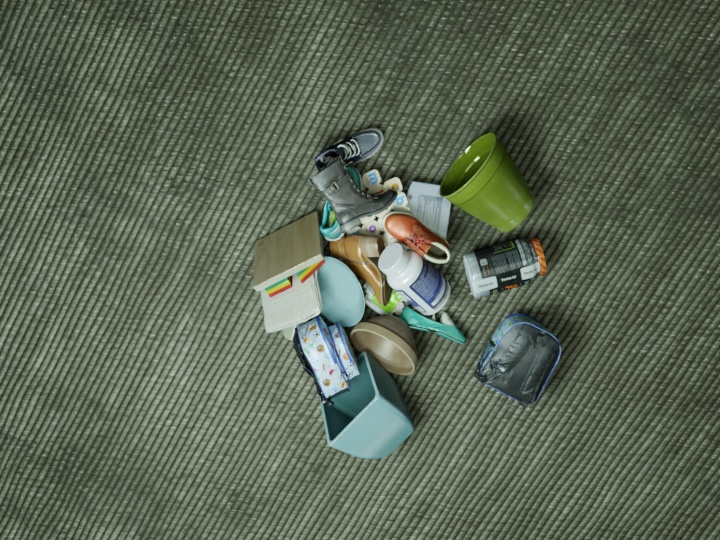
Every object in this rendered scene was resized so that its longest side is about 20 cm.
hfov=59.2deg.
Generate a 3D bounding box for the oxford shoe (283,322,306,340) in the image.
[{"bbox_3d":[-0.169,0.090,1.742,0.074,0.057,0.206,10,94,46],"label":"oxford shoe"}]

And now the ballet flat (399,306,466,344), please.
[{"bbox_3d":[0.203,0.142,1.726,0.195,0.067,0.072,16,86,-2],"label":"ballet flat"}]

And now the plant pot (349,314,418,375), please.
[{"bbox_3d":[0.076,0.185,1.702,0.199,0.201,0.094,34,62,-3],"label":"plant pot"}]

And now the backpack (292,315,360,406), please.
[{"bbox_3d":[-0.094,0.220,1.675,0.152,0.200,0.193,-33,114,-5],"label":"backpack"}]

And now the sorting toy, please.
[{"bbox_3d":[-0.178,-0.035,1.658,0.195,0.202,0.070,-25,126,11],"label":"sorting toy"}]

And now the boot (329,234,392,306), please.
[{"bbox_3d":[0.000,0.000,1.691,0.152,0.077,0.204,0,120,30],"label":"boot"}]

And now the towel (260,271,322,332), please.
[{"bbox_3d":[-0.187,0.078,1.698,0.197,0.034,0.136,-20,71,31],"label":"towel"}]

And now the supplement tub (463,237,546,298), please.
[{"bbox_3d":[0.376,-0.011,1.660,0.195,0.123,0.125,-16,99,6],"label":"supplement tub"}]

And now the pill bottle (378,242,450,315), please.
[{"bbox_3d":[0.137,0.019,1.645,0.111,0.112,0.199,-44,124,9],"label":"pill bottle"}]

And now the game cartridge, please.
[{"bbox_3d":[0.169,-0.129,1.686,0.130,0.041,0.206,8,94,-3],"label":"game cartridge"}]

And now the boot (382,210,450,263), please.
[{"bbox_3d":[0.145,-0.084,1.607,0.197,0.108,0.076,27,106,-7],"label":"boot"}]

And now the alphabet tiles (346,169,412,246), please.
[{"bbox_3d":[0.037,-0.157,1.683,0.192,0.015,0.204,-21,89,21],"label":"alphabet tiles"}]

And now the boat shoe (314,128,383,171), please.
[{"bbox_3d":[-0.030,-0.307,1.645,0.197,0.093,0.076,-28,98,7],"label":"boat shoe"}]

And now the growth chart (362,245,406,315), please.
[{"bbox_3d":[0.085,0.029,1.733,0.142,0.018,0.203,27,98,-2],"label":"growth chart"}]

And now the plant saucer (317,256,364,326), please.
[{"bbox_3d":[-0.057,0.051,1.701,0.198,0.038,0.205,21,126,32],"label":"plant saucer"}]

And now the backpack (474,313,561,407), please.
[{"bbox_3d":[0.420,0.222,1.684,0.180,0.147,0.203,28,105,-3],"label":"backpack"}]

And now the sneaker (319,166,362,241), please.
[{"bbox_3d":[-0.051,-0.177,1.652,0.076,0.079,0.205,15,85,27],"label":"sneaker"}]

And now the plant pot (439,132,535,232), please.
[{"bbox_3d":[0.334,-0.205,1.606,0.192,0.201,0.201,38,100,-16],"label":"plant pot"}]

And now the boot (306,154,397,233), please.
[{"bbox_3d":[-0.017,-0.210,1.598,0.198,0.069,0.177,-31,98,-17],"label":"boot"}]

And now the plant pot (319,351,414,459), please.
[{"bbox_3d":[0.033,0.387,1.710,0.199,0.197,0.196,38,105,-26],"label":"plant pot"}]
